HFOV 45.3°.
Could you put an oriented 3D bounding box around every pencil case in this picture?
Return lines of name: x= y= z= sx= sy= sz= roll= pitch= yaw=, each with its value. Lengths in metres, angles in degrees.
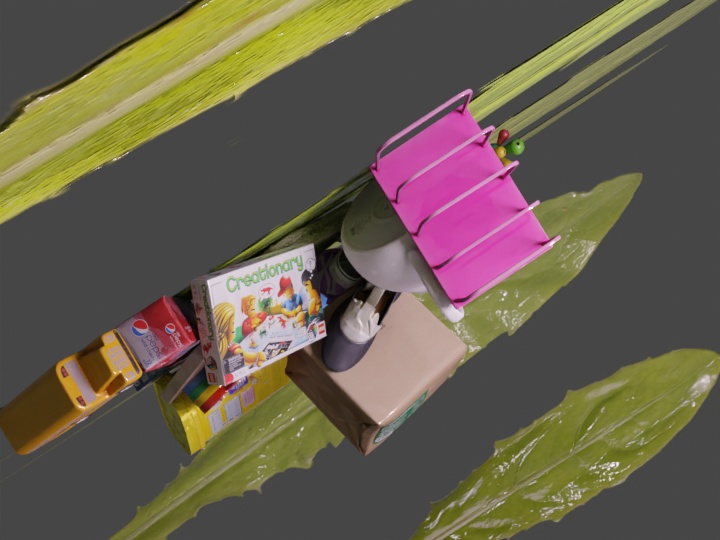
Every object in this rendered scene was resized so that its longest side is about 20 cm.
pencil case: x=0.000 y=0.000 z=1.376 sx=0.083 sy=0.087 sz=0.199 roll=-4 pitch=-175 yaw=29

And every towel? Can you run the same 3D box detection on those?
towel: x=-0.087 y=-0.035 z=1.249 sx=0.199 sy=0.037 sz=0.148 roll=-32 pitch=178 yaw=-36

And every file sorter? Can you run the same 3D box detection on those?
file sorter: x=0.117 y=-0.079 z=0.979 sx=0.138 sy=0.202 sz=0.125 roll=-32 pitch=176 yaw=0

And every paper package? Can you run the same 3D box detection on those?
paper package: x=0.020 y=0.125 z=1.245 sx=0.199 sy=0.190 sz=0.104 roll=-36 pitch=158 yaw=-33

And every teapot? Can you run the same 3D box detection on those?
teapot: x=0.080 y=-0.040 z=1.147 sx=0.196 sy=0.146 sz=0.202 roll=2 pitch=-128 yaw=48

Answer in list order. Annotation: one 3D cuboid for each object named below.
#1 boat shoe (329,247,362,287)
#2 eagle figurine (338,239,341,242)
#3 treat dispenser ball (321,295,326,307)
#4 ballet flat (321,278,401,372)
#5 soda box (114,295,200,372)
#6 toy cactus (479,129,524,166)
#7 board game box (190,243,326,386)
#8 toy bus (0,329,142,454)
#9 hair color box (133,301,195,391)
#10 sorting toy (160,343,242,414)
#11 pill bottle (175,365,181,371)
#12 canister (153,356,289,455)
boat shoe: x=0.022 y=-0.045 z=1.281 sx=0.071 sy=0.072 sz=0.201 roll=-37 pitch=-167 yaw=35
eagle figurine: x=0.018 y=-0.063 z=1.550 sx=0.201 sy=0.148 sz=0.154 roll=65 pitch=37 yaw=-57
treat dispenser ball: x=-0.115 y=0.089 z=1.561 sx=0.199 sy=0.203 sz=0.201 roll=-32 pitch=179 yaw=-1
ballet flat: x=0.009 y=0.050 z=1.188 sx=0.073 sy=0.073 sz=0.201 roll=-34 pitch=-163 yaw=52
soda box: x=-0.237 y=0.077 z=1.070 sx=0.069 sy=0.064 sz=0.200 roll=-32 pitch=179 yaw=-3
toy cactus: x=0.185 y=-0.191 z=1.518 sx=0.199 sy=0.103 sz=0.166 roll=-36 pitch=-163 yaw=14
board game box: x=-0.122 y=0.049 z=1.079 sx=0.034 sy=0.129 sz=0.199 roll=0 pitch=-166 yaw=36
toy bus: x=-0.337 y=0.142 z=0.996 sx=0.199 sy=0.066 sz=0.078 roll=-33 pitch=177 yaw=37
hair color box: x=-0.283 y=0.111 z=1.309 sx=0.099 sy=0.061 sz=0.199 roll=-33 pitch=179 yaw=-38
sorting toy: x=-0.167 y=0.108 z=1.207 sx=0.200 sy=0.070 sz=0.199 roll=-45 pitch=180 yaw=-35
pill bottle: x=-0.261 y=0.131 z=1.510 sx=0.111 sy=0.113 sz=0.199 roll=-32 pitch=179 yaw=-35
canister: x=-0.212 y=0.178 z=1.356 sx=0.199 sy=0.086 sz=0.150 roll=-33 pitch=146 yaw=-25
